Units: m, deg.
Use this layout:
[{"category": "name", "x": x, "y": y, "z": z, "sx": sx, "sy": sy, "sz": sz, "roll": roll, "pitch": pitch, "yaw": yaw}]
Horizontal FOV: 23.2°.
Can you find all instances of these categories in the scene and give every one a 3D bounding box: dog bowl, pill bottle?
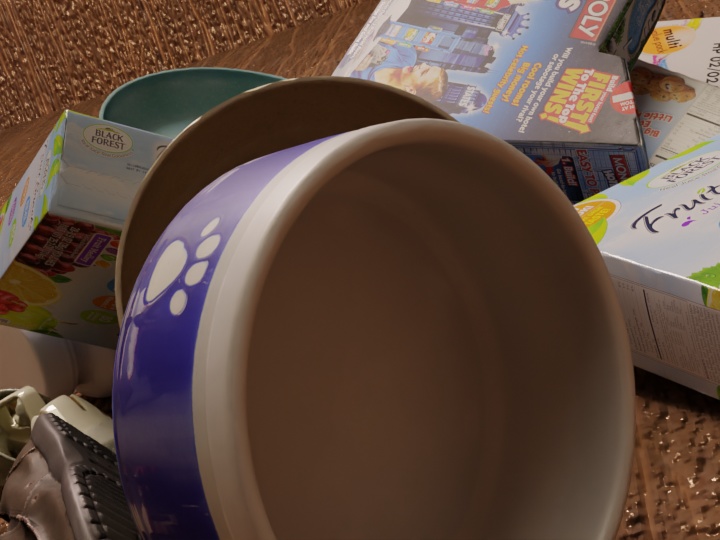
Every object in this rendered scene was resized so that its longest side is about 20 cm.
[{"category": "dog bowl", "x": 0.010, "y": 0.049, "z": 0.650, "sx": 0.199, "sy": 0.202, "sz": 0.078, "roll": -31, "pitch": 16, "yaw": -38}, {"category": "pill bottle", "x": -0.162, "y": 0.017, "z": 1.201, "sx": 0.199, "sy": 0.113, "sz": 0.111, "roll": -30, "pitch": 17, "yaw": -37}]

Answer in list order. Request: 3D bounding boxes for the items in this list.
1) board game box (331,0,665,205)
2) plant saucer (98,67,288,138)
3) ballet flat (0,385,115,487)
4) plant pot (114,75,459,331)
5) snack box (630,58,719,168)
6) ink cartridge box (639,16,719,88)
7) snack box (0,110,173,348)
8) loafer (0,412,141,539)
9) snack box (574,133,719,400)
[{"category": "board game box", "x": 0.097, "y": -0.112, "z": 1.003, "sx": 0.198, "sy": 0.062, "sz": 0.201, "roll": 18, "pitch": 62, "yaw": 30}, {"category": "plant saucer", "x": -0.084, "y": -0.082, "z": 1.219, "sx": 0.197, "sy": 0.036, "sz": 0.201, "roll": 9, "pitch": 30, "yaw": -5}, {"category": "ballet flat", "x": -0.176, "y": 0.100, "z": 1.007, "sx": 0.067, "sy": 0.064, "sz": 0.199, "roll": -28, "pitch": 16, "yaw": -30}, {"category": "plant pot", "x": -0.017, "y": 0.021, "z": 0.880, "sx": 0.198, "sy": 0.202, "sz": 0.135, "roll": -22, "pitch": -15, "yaw": -7}, {"category": "snack box", "x": 0.156, "y": -0.087, "z": 1.018, "sx": 0.199, "sy": 0.024, "sz": 0.072, "roll": 26, "pitch": 67, "yaw": 35}, {"category": "ink cartridge box", "x": 0.210, "y": -0.102, "z": 1.088, "sx": 0.198, "sy": 0.068, "sz": 0.116, "roll": -2, "pitch": 36, "yaw": 20}, {"category": "snack box", "x": -0.123, "y": -0.010, "z": 1.036, "sx": 0.167, "sy": 0.069, "sz": 0.200, "roll": 14, "pitch": -22, "yaw": -20}, {"category": "loafer", "x": -0.135, "y": 0.133, "z": 0.850, "sx": 0.071, "sy": 0.073, "sz": 0.200, "roll": -56, "pitch": 19, "yaw": -1}, {"category": "snack box", "x": 0.204, "y": -0.009, "z": 0.830, "sx": 0.167, "sy": 0.068, "sz": 0.199, "roll": -26, "pitch": 21, "yaw": -23}]
